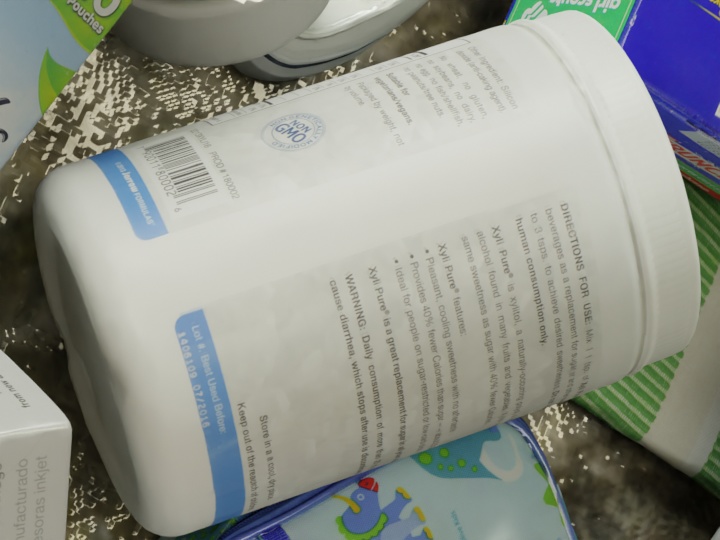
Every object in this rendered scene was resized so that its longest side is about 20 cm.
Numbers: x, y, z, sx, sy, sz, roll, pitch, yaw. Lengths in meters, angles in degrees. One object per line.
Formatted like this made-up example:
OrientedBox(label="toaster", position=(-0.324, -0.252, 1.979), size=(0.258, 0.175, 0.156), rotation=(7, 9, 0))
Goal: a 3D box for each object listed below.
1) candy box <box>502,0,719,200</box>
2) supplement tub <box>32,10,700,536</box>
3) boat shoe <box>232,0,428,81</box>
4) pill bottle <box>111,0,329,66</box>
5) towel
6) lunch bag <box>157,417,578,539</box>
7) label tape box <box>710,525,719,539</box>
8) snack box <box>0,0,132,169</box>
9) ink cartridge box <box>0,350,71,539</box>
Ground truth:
OrientedBox(label="candy box", position=(0.165, -0.130, 1.109), size=(0.169, 0.077, 0.201), rotation=(30, 78, -34))
OrientedBox(label="supplement tub", position=(0.000, 0.000, 0.989), size=(0.199, 0.132, 0.132), rotation=(-17, 93, -13))
OrientedBox(label="boat shoe", position=(0.025, -0.146, 1.086), size=(0.200, 0.067, 0.074), rotation=(-46, 107, -26))
OrientedBox(label="pill bottle", position=(-0.059, -0.167, 0.961), size=(0.114, 0.114, 0.200), rotation=(-45, 150, -26))
OrientedBox(label="towel", position=(0.153, 0.014, 1.169), size=(0.200, 0.023, 0.153), rotation=(33, 70, -25))
OrientedBox(label="lunch bag", position=(0.018, 0.161, 1.038), size=(0.160, 0.082, 0.201), rotation=(-22, 94, -28))
OrientedBox(label="label tape box", position=(0.208, 0.100, 1.117), size=(0.200, 0.066, 0.143), rotation=(-56, 142, -16))
OrientedBox(label="snack box", position=(-0.181, -0.057, 0.909), size=(0.200, 0.053, 0.142), rotation=(-53, 133, -8))
OrientedBox(label="ink cartridge box", position=(-0.198, 0.108, 0.885), size=(0.199, 0.084, 0.147), rotation=(-9, 117, -31))
